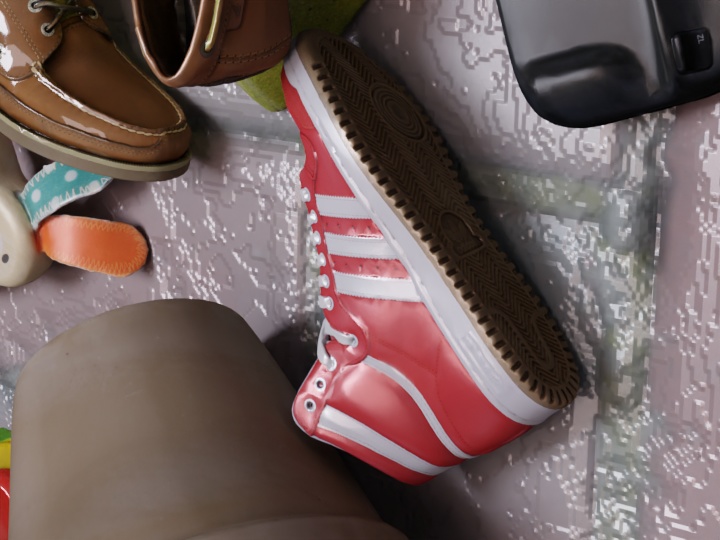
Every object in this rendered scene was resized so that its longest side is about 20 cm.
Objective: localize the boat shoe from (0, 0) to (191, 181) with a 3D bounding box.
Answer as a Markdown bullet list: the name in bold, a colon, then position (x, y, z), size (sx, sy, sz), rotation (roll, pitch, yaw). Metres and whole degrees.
- **boat shoe**: position (-0.163, -0.114, 0.899), size (0.200, 0.072, 0.068), rotation (30, 119, 19)

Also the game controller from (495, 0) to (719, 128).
- **game controller**: position (0.089, -0.159, 0.710), size (0.104, 0.042, 0.201), rotation (-13, 89, 38)

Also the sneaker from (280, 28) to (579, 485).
- **sneaker**: position (0.000, 0.000, 0.798), size (0.112, 0.071, 0.200), rotation (-39, 75, 34)

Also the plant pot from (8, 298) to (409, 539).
- **plant pot**: position (-0.084, 0.115, 0.830), size (0.200, 0.200, 0.174), rotation (-43, 56, 37)

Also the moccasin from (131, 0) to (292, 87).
- **moccasin**: position (-0.080, -0.177, 0.753), size (0.074, 0.078, 0.202), rotation (5, 103, 36)

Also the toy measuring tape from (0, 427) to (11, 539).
- **toy measuring tape**: position (-0.188, 0.087, 0.974), size (0.074, 0.073, 0.200), rotation (-38, 75, 38)

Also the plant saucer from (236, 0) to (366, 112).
- **plant saucer**: position (-0.060, -0.204, 0.811), size (0.200, 0.048, 0.200), rotation (50, 125, 15)

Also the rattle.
- **rattle**: position (-0.230, -0.030, 0.941), size (0.200, 0.143, 0.131), rotation (29, 108, 36)
